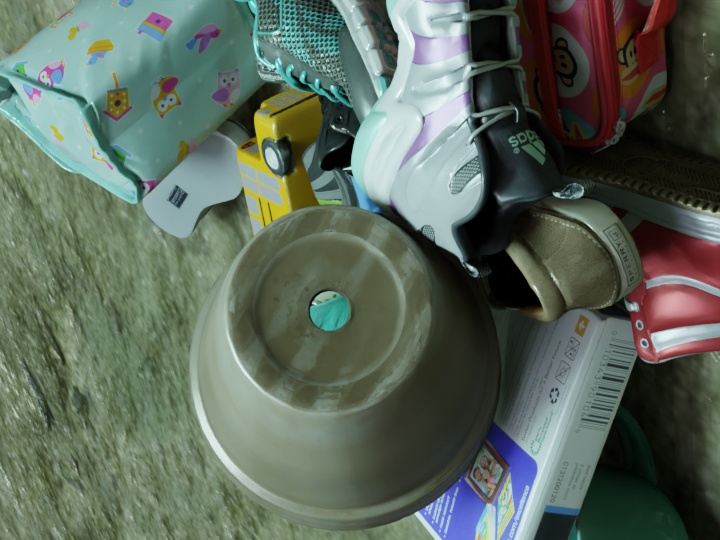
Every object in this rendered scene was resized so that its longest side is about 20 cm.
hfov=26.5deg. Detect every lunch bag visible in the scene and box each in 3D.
[{"bbox_3d":[-0.189,-0.162,1.211,0.199,0.170,0.122,23,152,47],"label":"lunch bag"},{"bbox_3d":[0.104,-0.172,0.853,0.175,0.082,0.202,19,131,45],"label":"lunch bag"}]

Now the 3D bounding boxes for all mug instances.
[{"bbox_3d":[0.157,0.194,1.014,0.186,0.113,0.153,-63,29,32],"label":"mug"}]

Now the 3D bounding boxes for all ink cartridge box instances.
[{"bbox_3d":[0.091,0.089,1.008,0.200,0.043,0.200,41,116,60],"label":"ink cartridge box"}]

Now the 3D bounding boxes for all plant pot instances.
[{"bbox_3d":[-0.011,0.043,0.900,0.201,0.199,0.174,53,172,14],"label":"plant pot"}]

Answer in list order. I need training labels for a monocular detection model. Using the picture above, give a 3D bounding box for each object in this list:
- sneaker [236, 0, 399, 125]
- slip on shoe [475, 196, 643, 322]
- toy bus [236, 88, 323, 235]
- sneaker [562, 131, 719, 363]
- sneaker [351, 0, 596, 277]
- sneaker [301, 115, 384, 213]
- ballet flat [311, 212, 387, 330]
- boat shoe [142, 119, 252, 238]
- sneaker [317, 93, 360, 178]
[{"bbox_3d":[-0.021,-0.136,0.954,0.077,0.091,0.201,33,-154,-50],"label":"sneaker"},{"bbox_3d":[0.090,-0.006,0.886,0.077,0.060,0.200,64,166,-17],"label":"slip on shoe"},{"bbox_3d":[-0.045,-0.045,1.199,0.078,0.065,0.202,27,136,48],"label":"toy bus"},{"bbox_3d":[0.156,-0.017,0.902,0.199,0.071,0.114,26,132,43],"label":"sneaker"},{"bbox_3d":[0.073,-0.089,0.788,0.140,0.077,0.202,44,138,35],"label":"sneaker"},{"bbox_3d":[-0.001,-0.059,1.126,0.083,0.070,0.201,50,149,43],"label":"sneaker"},{"bbox_3d":[0.000,0.000,1.060,0.070,0.068,0.199,44,133,-17],"label":"ballet flat"},{"bbox_3d":[-0.126,-0.089,1.289,0.072,0.066,0.200,38,152,-3],"label":"boat shoe"},{"bbox_3d":[-0.004,-0.112,1.006,0.199,0.105,0.060,32,156,12],"label":"sneaker"}]
